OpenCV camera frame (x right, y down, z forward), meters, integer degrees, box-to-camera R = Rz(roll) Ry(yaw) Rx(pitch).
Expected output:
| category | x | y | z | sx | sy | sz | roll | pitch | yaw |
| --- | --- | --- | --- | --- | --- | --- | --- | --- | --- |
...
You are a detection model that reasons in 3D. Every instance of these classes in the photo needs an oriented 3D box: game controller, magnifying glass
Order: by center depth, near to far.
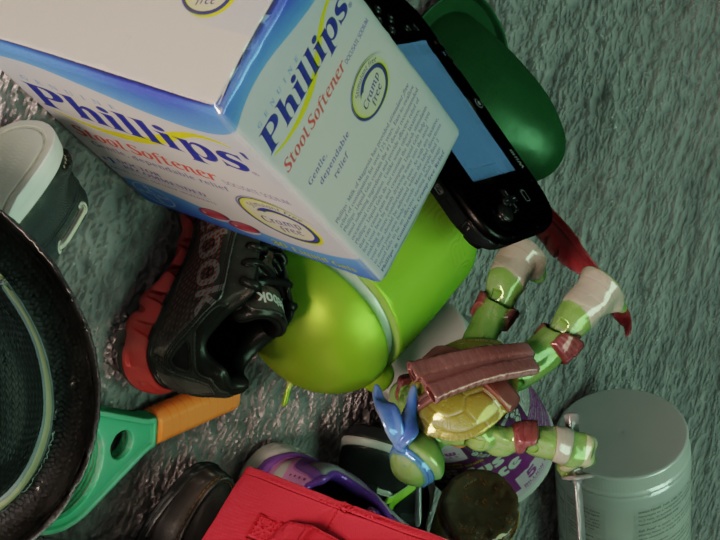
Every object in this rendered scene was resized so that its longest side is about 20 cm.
| category | x | y | z | sx | sy | sz | roll | pitch | yaw |
| --- | --- | --- | --- | --- | --- | --- | --- | --- | --- |
| magnifying glass | -0.147 | 0.105 | 1.041 | 0.200 | 0.022 | 0.080 | -23 | 125 | -51 |
| game controller | 0.053 | -0.102 | 1.102 | 0.104 | 0.201 | 0.042 | -22 | 166 | -48 |

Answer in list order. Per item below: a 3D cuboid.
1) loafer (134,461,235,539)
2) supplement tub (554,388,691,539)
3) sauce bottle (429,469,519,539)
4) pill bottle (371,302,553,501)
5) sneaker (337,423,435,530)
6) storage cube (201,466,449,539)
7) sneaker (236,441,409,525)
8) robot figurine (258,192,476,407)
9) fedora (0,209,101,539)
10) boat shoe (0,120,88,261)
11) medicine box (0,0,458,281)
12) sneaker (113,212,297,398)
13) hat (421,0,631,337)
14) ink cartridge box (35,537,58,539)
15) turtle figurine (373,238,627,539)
| category | x | y | z | sx | sy | sz | roll | pitch | yaw |
| --- | --- | --- | --- | --- | --- | --- | --- | --- | --- |
| loafer | -0.119 | 0.228 | 1.099 | 0.073 | 0.072 | 0.201 | 19 | 89 | -57 |
| supplement tub | 0.255 | 0.230 | 1.611 | 0.132 | 0.131 | 0.201 | -41 | 139 | -38 |
| sauce bottle | 0.083 | 0.215 | 1.312 | 0.066 | 0.066 | 0.200 | -55 | 170 | -23 |
| pill bottle | 0.074 | 0.102 | 1.287 | 0.113 | 0.112 | 0.200 | -60 | 146 | -16 |
| sneaker | 0.016 | 0.203 | 1.266 | 0.201 | 0.071 | 0.083 | 81 | 25 | -44 |
| storage cube | -0.015 | 0.257 | 1.005 | 0.180 | 0.170 | 0.200 | -58 | 138 | -22 |
| sneaker | 0.006 | 0.196 | 1.173 | 0.200 | 0.088 | 0.081 | 38 | 67 | -20 |
| robot figurine | 0.000 | 0.000 | 1.116 | 0.200 | 0.115 | 0.176 | -48 | 142 | -31 |
| fedora | -0.213 | 0.045 | 0.739 | 0.201 | 0.200 | 0.092 | -64 | -178 | -9 |
| boat shoe | -0.207 | 0.013 | 0.851 | 0.200 | 0.075 | 0.060 | -53 | 138 | -25 |
| medicine box | -0.075 | -0.100 | 0.888 | 0.103 | 0.181 | 0.200 | -63 | 147 | -12 |
| sneaker | -0.073 | -0.010 | 1.019 | 0.071 | 0.098 | 0.201 | 30 | 80 | -54 |
| hat | 0.134 | -0.094 | 1.210 | 0.166 | 0.175 | 0.200 | -58 | 146 | -19 |
| ink cartridge box | -0.198 | 0.236 | 0.973 | 0.200 | 0.084 | 0.145 | 24 | 85 | -57 |
| turtle figurine | 0.097 | 0.089 | 1.136 | 0.200 | 0.144 | 0.194 | 44 | 71 | -24 |
